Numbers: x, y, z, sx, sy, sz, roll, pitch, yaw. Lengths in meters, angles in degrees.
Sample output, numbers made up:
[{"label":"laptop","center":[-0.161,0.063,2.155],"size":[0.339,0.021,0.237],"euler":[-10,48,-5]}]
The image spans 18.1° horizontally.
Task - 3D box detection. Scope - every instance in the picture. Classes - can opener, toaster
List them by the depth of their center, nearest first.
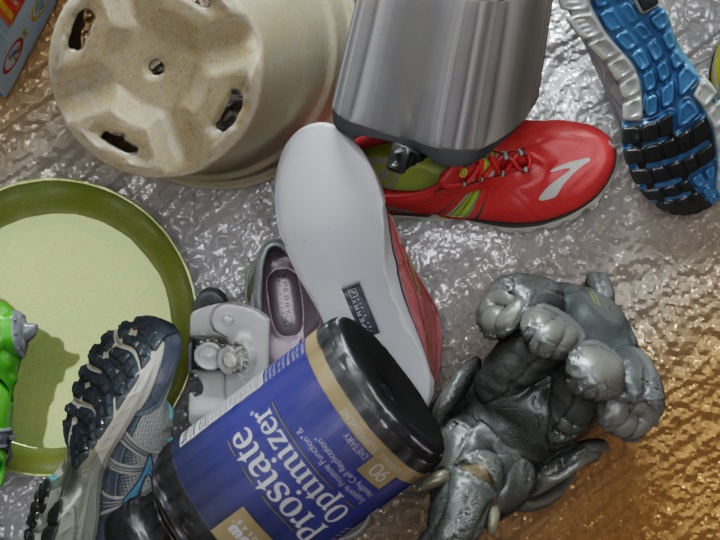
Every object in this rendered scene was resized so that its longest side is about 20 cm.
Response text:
[{"label":"toaster","center":[0.054,-0.151,1.427],"size":[0.113,0.200,0.130],"euler":[17,115,16]},{"label":"can opener","center":[-0.085,0.113,1.476],"size":[0.052,0.066,0.201],"euler":[2,99,4]}]

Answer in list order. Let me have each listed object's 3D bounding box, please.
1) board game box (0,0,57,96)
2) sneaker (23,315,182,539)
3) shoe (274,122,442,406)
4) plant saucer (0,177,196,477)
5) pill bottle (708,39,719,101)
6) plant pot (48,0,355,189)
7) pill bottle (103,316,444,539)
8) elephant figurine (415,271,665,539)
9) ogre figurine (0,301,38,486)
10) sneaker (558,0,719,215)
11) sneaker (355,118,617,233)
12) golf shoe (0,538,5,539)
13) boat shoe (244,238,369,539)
[{"label":"board game box","center":[-0.229,-0.232,1.468],"size":[0.056,0.200,0.196],"euler":[26,83,6]},{"label":"sneaker","center":[-0.150,0.120,1.457],"size":[0.086,0.078,0.201],"euler":[15,112,-27]},{"label":"shoe","center":[0.000,0.000,1.467],"size":[0.071,0.091,0.201],"euler":[-19,94,9]},{"label":"plant saucer","center":[-0.206,0.039,1.514],"size":[0.199,0.031,0.201],"euler":[0,82,1]},{"label":"pill bottle","center":[0.288,-0.139,1.436],"size":[0.114,0.200,0.115],"euler":[0,82,2]},{"label":"plant pot","center":[-0.112,-0.136,1.430],"size":[0.200,0.184,0.201],"euler":[2,102,8]},{"label":"pill bottle","center":[-0.056,0.128,1.387],"size":[0.200,0.112,0.112],"euler":[-38,82,11]},{"label":"elephant figurine","center":[0.091,0.106,1.452],"size":[0.200,0.155,0.142],"euler":[-56,46,21]},{"label":"ogre figurine","center":[-0.293,0.046,1.452],"size":[0.200,0.098,0.120],"euler":[37,95,21]},{"label":"sneaker","center":[0.191,-0.134,1.506],"size":[0.075,0.087,0.201],"euler":[-22,105,7]},{"label":"sneaker","center":[0.073,-0.065,1.491],"size":[0.199,0.085,0.077],"euler":[-5,83,2]},{"label":"golf shoe","center":[-0.285,0.160,1.467],"size":[0.078,0.097,0.200],"euler":[-44,81,-2]},{"label":"boat shoe","center":[-0.037,0.080,1.484],"size":[0.074,0.065,0.203],"euler":[-10,81,0]}]
